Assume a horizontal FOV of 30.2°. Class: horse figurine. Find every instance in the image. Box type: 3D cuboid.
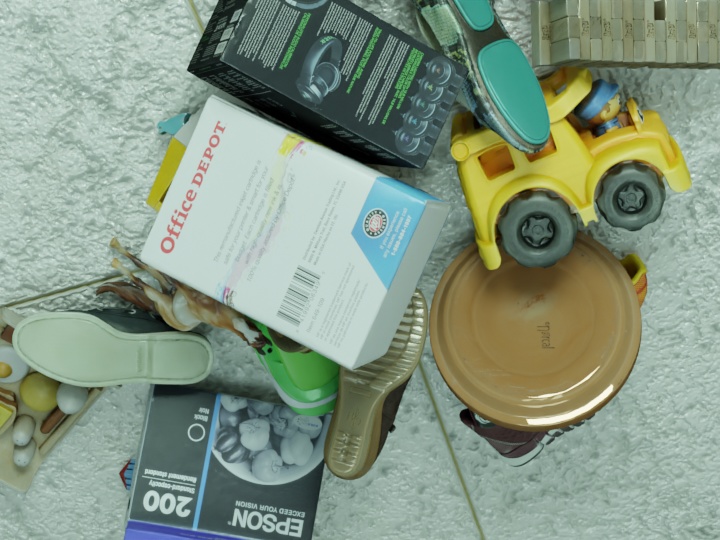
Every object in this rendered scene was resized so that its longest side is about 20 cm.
[{"bbox_3d":[-0.175,0.022,1.285,0.199,0.050,0.133,-2,140,51],"label":"horse figurine"}]

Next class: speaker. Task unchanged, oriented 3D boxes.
[{"bbox_3d":[-0.070,0.047,1.316,0.087,0.089,0.202,-15,124,11],"label":"speaker"}]

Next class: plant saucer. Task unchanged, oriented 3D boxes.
[{"bbox_3d":[0.161,0.047,1.241,0.197,0.203,0.032,-10,157,7],"label":"plant saucer"}]

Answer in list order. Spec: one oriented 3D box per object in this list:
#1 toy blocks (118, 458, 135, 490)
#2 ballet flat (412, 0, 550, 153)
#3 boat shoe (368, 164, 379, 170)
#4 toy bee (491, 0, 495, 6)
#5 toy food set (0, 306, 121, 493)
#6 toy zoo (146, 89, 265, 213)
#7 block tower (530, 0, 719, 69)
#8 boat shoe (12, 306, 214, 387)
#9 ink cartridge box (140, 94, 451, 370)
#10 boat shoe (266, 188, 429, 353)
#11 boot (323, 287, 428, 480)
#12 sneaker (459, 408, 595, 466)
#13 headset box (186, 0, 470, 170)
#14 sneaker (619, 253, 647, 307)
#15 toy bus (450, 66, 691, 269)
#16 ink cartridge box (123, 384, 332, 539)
[{"bbox_3d":[-0.200,0.289,1.493,0.135,0.100,0.202,4,125,11],"label":"toy blocks"},{"bbox_3d":[0.093,-0.182,1.117,0.074,0.074,0.202,-25,84,17],"label":"ballet flat"},{"bbox_3d":[-0.013,-0.035,1.288,0.062,0.072,0.202,29,141,33],"label":"boat shoe"},{"bbox_3d":[0.175,-0.267,1.081,0.130,0.109,0.201,23,121,-15],"label":"toy bee"},{"bbox_3d":[-0.360,0.142,1.398,0.143,0.061,0.200,33,118,-21],"label":"toy food set"},{"bbox_3d":[-0.105,-0.073,1.210,0.199,0.020,0.132,37,100,9],"label":"toy zoo"},{"bbox_3d":[0.244,-0.198,1.120,0.197,0.058,0.055,-2,93,-16],"label":"block tower"},{"bbox_3d":[-0.247,0.071,1.343,0.196,0.066,0.076,2,105,-12],"label":"boat shoe"},{"bbox_3d":[-0.050,-0.033,1.113,0.198,0.146,0.148,27,96,10],"label":"ink cartridge box"},{"bbox_3d":[0.000,0.001,1.228,0.200,0.072,0.067,-43,156,16],"label":"boat shoe"},{"bbox_3d":[0.016,0.107,1.331,0.072,0.166,0.202,22,92,6],"label":"boot"},{"bbox_3d":[0.177,0.115,1.372,0.115,0.076,0.200,33,120,-17],"label":"sneaker"},{"bbox_3d":[-0.026,-0.163,1.104,0.198,0.174,0.094,27,88,-16],"label":"headset box"},{"bbox_3d":[0.182,0.012,1.306,0.197,0.073,0.078,-6,126,-9],"label":"sneaker"},{"bbox_3d":[0.171,-0.123,1.183,0.198,0.136,0.194,-20,106,12],"label":"toy bus"},{"bbox_3d":[-0.141,0.231,1.399,0.195,0.043,0.203,11,82,-8],"label":"ink cartridge box"}]
